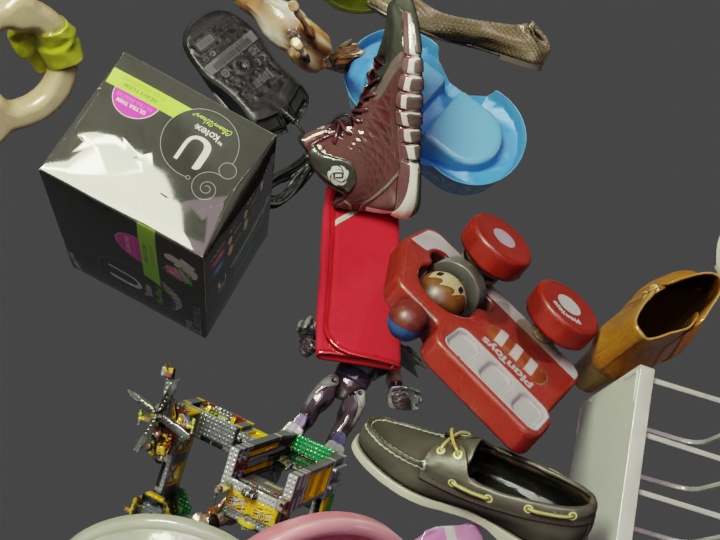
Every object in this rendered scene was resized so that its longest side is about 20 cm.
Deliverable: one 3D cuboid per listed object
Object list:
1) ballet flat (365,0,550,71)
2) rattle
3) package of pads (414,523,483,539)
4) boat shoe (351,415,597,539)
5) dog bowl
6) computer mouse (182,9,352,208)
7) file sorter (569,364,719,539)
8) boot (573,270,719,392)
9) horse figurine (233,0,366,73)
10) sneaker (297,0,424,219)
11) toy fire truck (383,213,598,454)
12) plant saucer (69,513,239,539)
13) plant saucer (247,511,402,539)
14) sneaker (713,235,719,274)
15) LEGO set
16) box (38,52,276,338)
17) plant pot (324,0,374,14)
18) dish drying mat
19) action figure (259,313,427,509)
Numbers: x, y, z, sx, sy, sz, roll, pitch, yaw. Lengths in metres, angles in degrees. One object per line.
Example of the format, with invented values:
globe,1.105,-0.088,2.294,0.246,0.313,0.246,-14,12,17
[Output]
ballet flat,0.103,-0.256,1.044,0.198,0.067,0.047,17,109,-4
rattle,-0.369,-0.184,0.957,0.143,0.130,0.201,41,96,20
package of pads,0.064,0.310,0.796,0.075,0.120,0.202,-3,68,-29
boat shoe,0.088,0.159,0.800,0.199,0.061,0.072,24,27,16
dog bowl,0.070,-0.154,1.013,0.199,0.050,0.112,39,69,7
computer mouse,-0.114,-0.150,0.993,0.200,0.046,0.141,41,72,2
file sorter,0.250,0.207,0.853,0.123,0.139,0.202,16,68,-4
boot,0.285,0.035,0.910,0.200,0.144,0.071,-32,78,-29
horse figurine,-0.075,-0.246,0.988,0.200,0.132,0.050,42,94,13
sneaker,-0.001,-0.146,0.925,0.114,0.076,0.203,0,103,1
toy fire truck,0.099,0.049,0.865,0.200,0.112,0.168,46,29,11
plant saucer,-0.147,0.274,0.750,0.198,0.202,0.050,15,25,-2
plant saucer,-0.046,0.258,0.715,0.198,0.051,0.203,-11,111,-28
sneaker,0.429,0.023,0.951,0.079,0.130,0.200,-27,75,-17
LEGO set,-0.110,0.179,0.782,0.199,0.116,0.155,29,99,19
box,-0.164,-0.055,0.861,0.147,0.200,0.125,27,68,4
plant pot,-0.008,-0.406,1.037,0.199,0.201,0.194,-25,62,-16
dish drying mat,0.000,0.000,0.926,0.076,0.018,0.202,10,48,-10
action figure,-0.014,0.108,0.893,0.129,0.070,0.201,27,65,8
